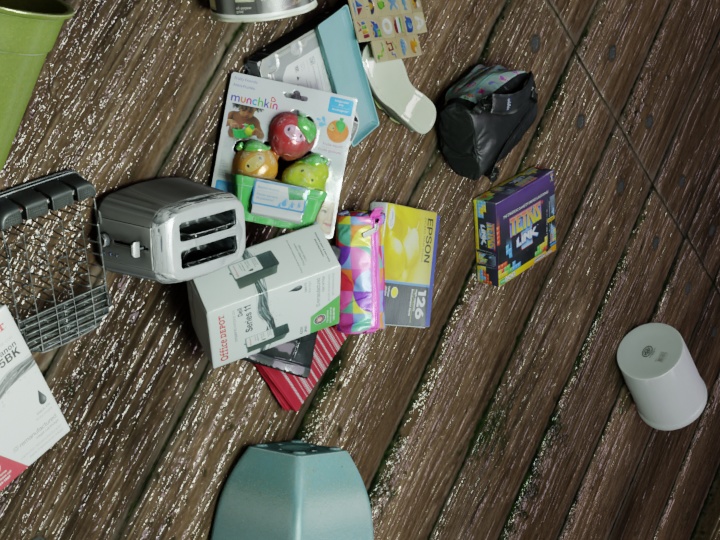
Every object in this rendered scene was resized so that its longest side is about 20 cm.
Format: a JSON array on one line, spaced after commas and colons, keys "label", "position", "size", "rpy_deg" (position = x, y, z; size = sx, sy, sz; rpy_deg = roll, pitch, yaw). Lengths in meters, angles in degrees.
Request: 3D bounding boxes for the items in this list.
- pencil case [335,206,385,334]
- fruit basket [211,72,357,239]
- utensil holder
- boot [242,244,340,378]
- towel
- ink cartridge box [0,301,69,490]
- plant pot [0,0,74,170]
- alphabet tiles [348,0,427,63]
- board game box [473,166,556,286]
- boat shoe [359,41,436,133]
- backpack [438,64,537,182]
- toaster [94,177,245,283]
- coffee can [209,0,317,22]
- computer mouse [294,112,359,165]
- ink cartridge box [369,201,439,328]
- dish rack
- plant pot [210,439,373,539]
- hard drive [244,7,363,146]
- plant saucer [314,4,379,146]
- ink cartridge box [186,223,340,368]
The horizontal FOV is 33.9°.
[{"label": "pencil case", "position": [0.000, 0.000, 1.860], "size": [0.088, 0.087, 0.204], "rpy_deg": [-9, 101, -48]}, {"label": "fruit basket", "position": [-0.108, -0.158, 1.645], "size": [0.182, 0.094, 0.203], "rpy_deg": [11, 98, -10]}, {"label": "utensil holder", "position": [0.692, 0.242, 2.728], "size": [0.171, 0.168, 0.201], "rpy_deg": [-56, 134, -22]}, {"label": "boot", "position": [-0.121, 0.041, 1.755], "size": [0.163, 0.065, 0.203], "rpy_deg": [21, 80, -34]}, {"label": "towel", "position": [-0.087, 0.105, 1.856], "size": [0.201, 0.022, 0.145], "rpy_deg": [-55, 135, -26]}, {"label": "ink cartridge box", "position": [-0.450, 0.148, 1.382], "size": [0.147, 0.082, 0.202], "rpy_deg": [-43, 132, -32]}, {"label": "plant pot", "position": [-0.421, -0.209, 1.248], "size": [0.199, 0.199, 0.193], "rpy_deg": [-2, 116, -50]}, {"label": "alphabet tiles", "position": [0.040, -0.406, 1.806], "size": [0.199, 0.006, 0.169], "rpy_deg": [-23, 101, -54]}, {"label": "board game box", "position": [0.294, -0.085, 2.228], "size": [0.199, 0.056, 0.168], "rpy_deg": [-30, 124, -42]}, {"label": "boat shoe", "position": [0.045, -0.288, 1.861], "size": [0.073, 0.060, 0.202], "rpy_deg": [-57, 135, -10]}, {"label": "backpack", "position": [0.219, -0.272, 2.025], "size": [0.200, 0.125, 0.169], "rpy_deg": [-45, 143, -33]}, {"label": "toaster", "position": [-0.237, -0.053, 1.539], "size": [0.199, 0.128, 0.116], "rpy_deg": [-18, 116, -46]}, {"label": "coffee can", "position": [-0.136, -0.437, 1.527], "size": [0.146, 0.145, 0.203], "rpy_deg": [-28, 123, -42]}, {"label": "computer mouse", "position": [-0.070, -0.159, 1.744], "size": [0.109, 0.044, 0.202], "rpy_deg": [19, 107, -49]}, {"label": "ink cartridge box", "position": [0.080, -0.005, 1.991], "size": [0.198, 0.047, 0.201], "rpy_deg": [6, 89, -48]}, {"label": "dish rack", "position": [-0.379, -0.007, 1.446], "size": [0.152, 0.054, 0.203], "rpy_deg": [-26, 122, -42]}, {"label": "plant pot", "position": [-0.102, 0.367, 1.798], "size": [0.194, 0.194, 0.204], "rpy_deg": [2, 90, -50]}, {"label": "hard drive", "position": [-0.078, -0.282, 1.732], "size": [0.199, 0.037, 0.141], "rpy_deg": [-38, 128, -36]}, {"label": "plant saucer", "position": [-0.021, -0.288, 1.757], "size": [0.070, 0.019, 0.202], "rpy_deg": [-43, 132, -34]}, {"label": "ink cartridge box", "position": [-0.132, 0.037, 1.635], "size": [0.197, 0.084, 0.148], "rpy_deg": [-20, 147, -15]}]
